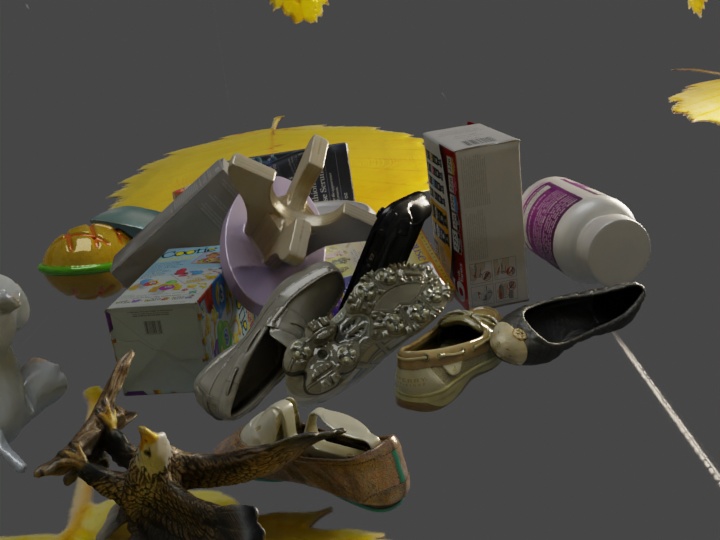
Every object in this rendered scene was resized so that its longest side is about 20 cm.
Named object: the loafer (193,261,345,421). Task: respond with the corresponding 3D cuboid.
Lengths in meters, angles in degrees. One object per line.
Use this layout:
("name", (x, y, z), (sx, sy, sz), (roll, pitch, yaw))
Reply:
("loafer", (-0.080, 0.072, 0.874), (0.070, 0.070, 0.200), (20, 62, 48))

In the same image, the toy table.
("toy table", (-0.081, -0.058, 0.987), (0.182, 0.117, 0.202), (14, 51, -25))

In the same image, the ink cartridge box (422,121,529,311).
("ink cartridge box", (0.137, -0.074, 1.093), (0.083, 0.202, 0.176), (-11, 19, -9))

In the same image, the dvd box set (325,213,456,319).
("dvd box set", (0.000, 0.000, 1.075), (0.198, 0.030, 0.147), (-15, 57, -22))

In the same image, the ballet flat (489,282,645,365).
("ballet flat", (0.214, 0.048, 0.907), (0.199, 0.057, 0.067), (-17, 62, -30))

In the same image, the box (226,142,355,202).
("box", (-0.112, -0.109, 1.349), (0.198, 0.150, 0.107), (-10, 7, -8))

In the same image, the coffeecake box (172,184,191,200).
("coffeecake box", (-0.215, -0.128, 1.586), (0.198, 0.074, 0.153), (4, 22, 32))

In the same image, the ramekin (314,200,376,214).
("ramekin", (-0.058, -0.032, 1.209), (0.200, 0.095, 0.203), (-7, 19, 2))

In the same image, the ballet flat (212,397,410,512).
("ballet flat", (-0.046, 0.143, 0.727), (0.198, 0.068, 0.068), (4, 20, 31))

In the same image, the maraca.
("maraca", (-0.371, -0.017, 1.266), (0.136, 0.108, 0.199), (8, 15, 33))

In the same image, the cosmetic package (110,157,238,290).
("cosmetic package", (-0.219, -0.038, 1.137), (0.200, 0.107, 0.090), (-39, 20, 3))

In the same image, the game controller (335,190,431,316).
("game controller", (0.018, 0.008, 0.931), (0.042, 0.201, 0.104), (29, 30, 11))

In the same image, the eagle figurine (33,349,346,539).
("eagle figurine", (-0.127, 0.156, 0.632), (0.198, 0.153, 0.151), (18, -4, 11))

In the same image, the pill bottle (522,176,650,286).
("pill bottle", (0.281, -0.048, 1.104), (0.111, 0.113, 0.200), (-10, 18, -9))

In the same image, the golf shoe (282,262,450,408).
("golf shoe", (0.002, 0.065, 0.869), (0.199, 0.098, 0.078), (-31, 69, -26))

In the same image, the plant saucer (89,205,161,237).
("plant saucer", (-0.311, -0.065, 1.334), (0.199, 0.039, 0.201), (14, -7, 2))

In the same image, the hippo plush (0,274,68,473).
("hippo plush", (-0.397, 0.090, 0.866), (0.158, 0.162, 0.200), (-7, 18, -1))

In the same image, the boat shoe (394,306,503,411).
("boat shoe", (0.096, 0.073, 0.888), (0.073, 0.064, 0.200), (7, 23, 35))

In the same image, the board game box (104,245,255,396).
("board game box", (-0.198, 0.051, 1.000), (0.104, 0.104, 0.200), (-4, 19, 9))
